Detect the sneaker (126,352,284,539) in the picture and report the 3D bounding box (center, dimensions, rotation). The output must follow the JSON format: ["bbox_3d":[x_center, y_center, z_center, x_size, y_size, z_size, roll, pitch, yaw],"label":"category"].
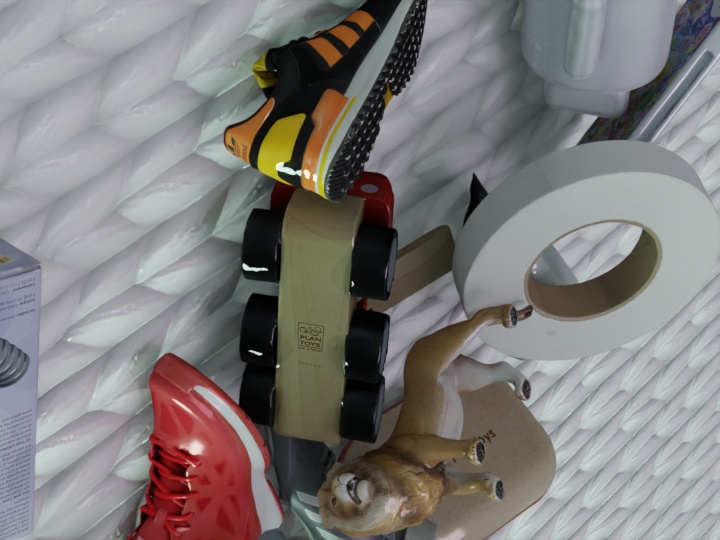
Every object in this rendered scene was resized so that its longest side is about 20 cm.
[{"bbox_3d":[-0.121,0.153,0.928,0.116,0.078,0.201,-44,139,-22],"label":"sneaker"}]

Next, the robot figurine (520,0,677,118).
[{"bbox_3d":[0.176,-0.210,0.999,0.170,0.112,0.202,-70,165,-48],"label":"robot figurine"}]

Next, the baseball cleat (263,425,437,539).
[{"bbox_3d":[-0.001,0.176,1.019,0.070,0.105,0.202,-66,137,-65],"label":"baseball cleat"}]

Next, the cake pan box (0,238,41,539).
[{"bbox_3d":[-0.267,0.092,0.739,0.199,0.052,0.186,-20,125,-42],"label":"cake pan box"}]

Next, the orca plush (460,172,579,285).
[{"bbox_3d":[0.113,-0.001,1.107,0.071,0.106,0.200,-31,160,18],"label":"orca plush"}]

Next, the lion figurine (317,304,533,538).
[{"bbox_3d":[0.050,0.104,0.979,0.073,0.121,0.201,57,43,-34],"label":"lion figurine"}]

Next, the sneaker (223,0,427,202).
[{"bbox_3d":[-0.019,-0.134,0.869,0.070,0.089,0.201,96,14,-51],"label":"sneaker"}]

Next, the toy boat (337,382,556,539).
[{"bbox_3d":[0.058,0.178,1.141,0.199,0.131,0.131,-25,160,-38],"label":"toy boat"}]

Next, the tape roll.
[{"bbox_3d":[0.167,-0.010,1.018,0.200,0.037,0.204,-9,138,-8],"label":"tape roll"}]

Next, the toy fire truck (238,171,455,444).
[{"bbox_3d":[0.000,0.000,0.957,0.201,0.127,0.178,-72,168,-57],"label":"toy fire truck"}]

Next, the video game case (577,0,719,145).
[{"bbox_3d":[0.226,-0.136,1.079,0.201,0.018,0.143,-53,-173,8],"label":"video game case"}]

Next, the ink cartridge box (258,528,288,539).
[{"bbox_3d":[-0.140,0.299,1.044,0.198,0.047,0.162,-15,126,-24],"label":"ink cartridge box"}]
